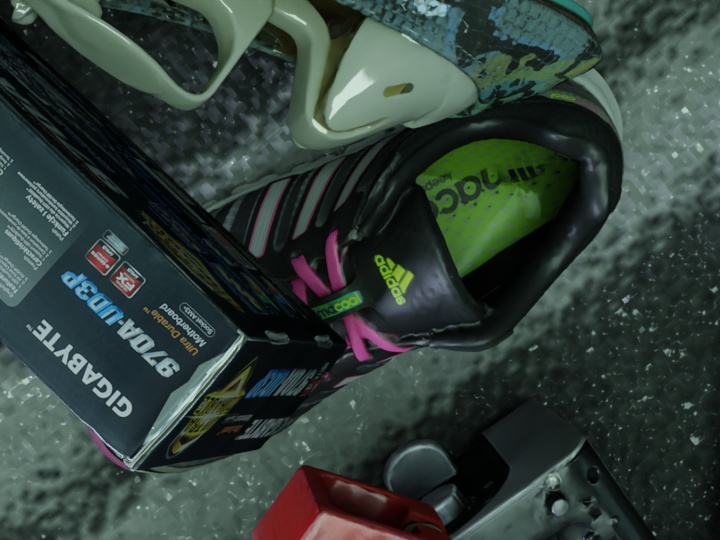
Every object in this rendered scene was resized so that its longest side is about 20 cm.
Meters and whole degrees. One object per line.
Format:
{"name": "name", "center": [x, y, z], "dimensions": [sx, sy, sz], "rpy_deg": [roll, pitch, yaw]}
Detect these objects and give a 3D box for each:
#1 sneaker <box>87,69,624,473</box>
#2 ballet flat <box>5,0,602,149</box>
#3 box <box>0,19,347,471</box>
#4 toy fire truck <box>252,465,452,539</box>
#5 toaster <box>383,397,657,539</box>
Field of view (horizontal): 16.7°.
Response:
{"name": "sneaker", "center": [0.000, 0.000, 0.757], "dimensions": [0.200, 0.087, 0.074], "rpy_deg": [-31, 103, -1]}
{"name": "ballet flat", "center": [-0.026, -0.071, 0.705], "dimensions": [0.200, 0.074, 0.074], "rpy_deg": [18, 97, -15]}
{"name": "box", "center": [-0.099, -0.031, 0.665], "dimensions": [0.200, 0.159, 0.046], "rpy_deg": [43, 94, 7]}
{"name": "toy fire truck", "center": [0.035, 0.160, 0.689], "dimensions": [0.200, 0.049, 0.141], "rpy_deg": [31, 94, -12]}
{"name": "toaster", "center": [0.042, 0.162, 0.776], "dimensions": [0.181, 0.119, 0.200], "rpy_deg": [-36, 103, 0]}
